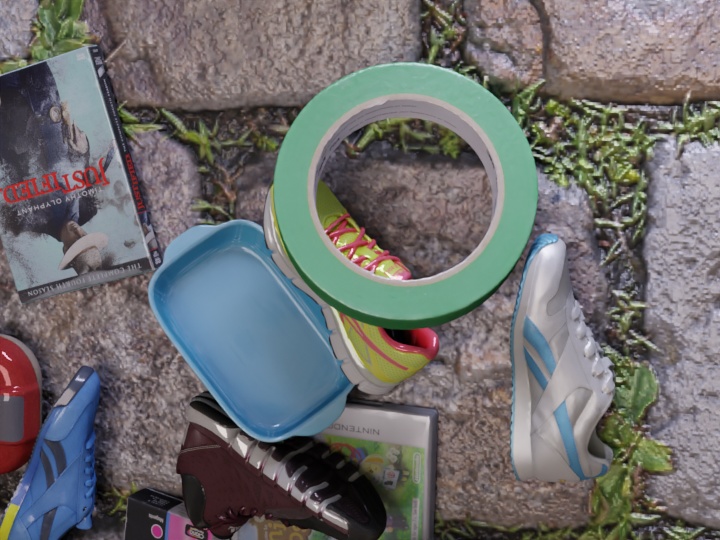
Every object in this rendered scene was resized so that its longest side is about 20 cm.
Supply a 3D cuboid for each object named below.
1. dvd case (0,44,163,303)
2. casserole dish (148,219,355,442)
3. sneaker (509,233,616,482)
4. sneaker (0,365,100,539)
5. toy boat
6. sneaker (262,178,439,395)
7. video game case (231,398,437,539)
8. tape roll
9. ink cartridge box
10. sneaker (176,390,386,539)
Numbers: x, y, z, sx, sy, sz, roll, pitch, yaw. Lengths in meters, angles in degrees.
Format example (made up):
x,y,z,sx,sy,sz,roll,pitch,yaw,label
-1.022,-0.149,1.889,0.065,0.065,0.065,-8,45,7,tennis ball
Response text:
x,y,z,sx,sy,sz,roll,pitch,yaw,label
-0.264,-0.082,1.359,0.146,0.022,0.200,-13,97,23,dvd case
-0.088,0.052,1.284,0.121,0.039,0.200,-36,83,-14,casserole dish
0.158,0.068,1.207,0.081,0.077,0.200,1,108,12,sneaker
-0.259,0.178,1.395,0.078,0.066,0.200,26,110,2,sneaker
-0.392,0.121,1.392,0.200,0.131,0.131,7,103,19,toy boat
0.000,0.000,1.234,0.090,0.078,0.200,-21,105,48,sneaker
-0.025,0.205,1.329,0.182,0.022,0.200,6,104,20,video game case
0.034,-0.057,1.185,0.200,0.048,0.201,0,80,0,tape roll
-0.171,0.303,1.394,0.095,0.037,0.200,14,108,26,ink cartridge box
-0.074,0.194,1.302,0.200,0.076,0.116,34,116,23,sneaker
